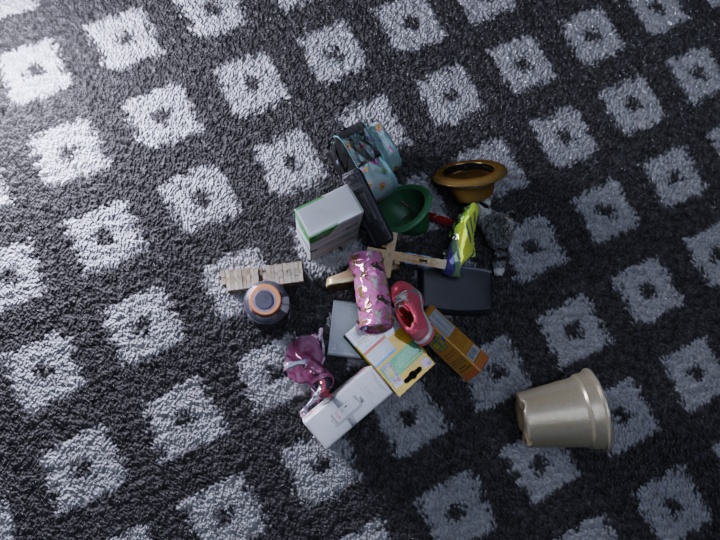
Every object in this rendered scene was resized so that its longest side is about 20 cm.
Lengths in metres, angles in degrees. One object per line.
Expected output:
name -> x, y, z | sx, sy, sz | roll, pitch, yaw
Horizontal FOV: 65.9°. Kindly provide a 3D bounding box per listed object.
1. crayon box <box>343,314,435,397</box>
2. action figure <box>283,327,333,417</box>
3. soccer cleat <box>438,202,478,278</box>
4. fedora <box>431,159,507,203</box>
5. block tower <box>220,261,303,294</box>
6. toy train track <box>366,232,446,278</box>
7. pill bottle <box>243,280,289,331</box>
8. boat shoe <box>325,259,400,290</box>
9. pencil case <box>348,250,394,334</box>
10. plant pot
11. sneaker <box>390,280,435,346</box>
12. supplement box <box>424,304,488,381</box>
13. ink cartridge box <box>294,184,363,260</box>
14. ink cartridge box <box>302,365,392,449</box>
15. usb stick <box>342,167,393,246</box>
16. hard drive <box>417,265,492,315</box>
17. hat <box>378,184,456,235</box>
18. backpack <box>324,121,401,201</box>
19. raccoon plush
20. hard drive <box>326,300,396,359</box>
crayon box -> 0.069, 0.194, 1.366 | 0.126, 0.052, 0.200 | -40, 84, -12
action figure -> -0.106, 0.245, 1.310 | 0.149, 0.200, 0.134 | -21, 120, -24
soccer cleat -> 0.265, -0.075, 1.421 | 0.084, 0.065, 0.200 | 25, 86, -3
fedora -> 0.290, -0.230, 1.471 | 0.200, 0.201, 0.082 | -16, 118, -9
block tower -> -0.245, 0.019, 1.401 | 0.200, 0.058, 0.054 | -7, 79, -6
toy train track -> 0.116, -0.032, 1.398 | 0.200, 0.033, 0.115 | 10, 92, 7
pill bottle -> -0.219, 0.083, 1.315 | 0.106, 0.200, 0.106 | 1, 79, -6
boat shoe -> 0.000, 0.000, 1.427 | 0.200, 0.071, 0.065 | -15, 76, -19
pencil case -> 0.024, 0.050, 1.330 | 0.086, 0.083, 0.200 | -2, 71, -16
plant pot -> 0.482, 0.351, 1.355 | 0.183, 0.200, 0.201 | -9, 79, 4
sneaker -> 0.115, 0.087, 1.349 | 0.074, 0.087, 0.200 | -39, 44, 14
supplement box -> 0.223, 0.182, 1.400 | 0.200, 0.067, 0.069 | 44, 44, 5
ink cartridge box -> -0.080, -0.114, 1.372 | 0.147, 0.200, 0.083 | -28, 80, -11
ink cartridge box -> -0.034, 0.319, 1.314 | 0.200, 0.147, 0.083 | -38, 86, -11
usb stick -> 0.018, -0.151, 1.352 | 0.055, 0.033, 0.200 | -23, 103, 17
hard drive -> 0.250, 0.049, 1.453 | 0.200, 0.042, 0.135 | 3, 78, -5
hat -> 0.152, -0.114, 1.486 | 0.200, 0.176, 0.166 | 10, 63, 39
backpack -> 0.017, -0.270, 1.426 | 0.153, 0.176, 0.200 | -25, 94, -14
raccoon plush -> 0.330, -0.095, 1.469 | 0.134, 0.097, 0.200 | 10, 78, 3
hard drive -> 0.022, 0.158, 1.412 | 0.200, 0.033, 0.140 | 7, 78, -5
